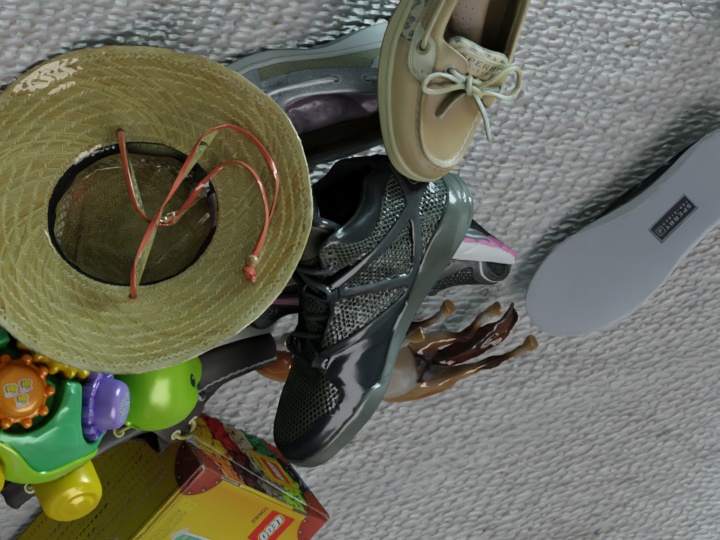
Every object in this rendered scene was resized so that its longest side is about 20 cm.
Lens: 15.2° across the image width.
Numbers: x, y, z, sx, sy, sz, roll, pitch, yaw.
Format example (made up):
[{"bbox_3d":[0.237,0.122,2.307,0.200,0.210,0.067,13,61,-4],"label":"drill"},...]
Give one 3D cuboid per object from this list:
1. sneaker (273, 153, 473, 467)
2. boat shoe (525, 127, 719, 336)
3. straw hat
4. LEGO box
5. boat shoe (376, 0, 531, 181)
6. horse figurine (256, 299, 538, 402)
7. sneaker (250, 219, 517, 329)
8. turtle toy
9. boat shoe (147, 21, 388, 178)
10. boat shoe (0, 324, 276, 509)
[{"bbox_3d":[-0.022,0.018,1.609,0.114,0.076,0.200,20,102,-38],"label":"sneaker"},{"bbox_3d":[0.200,-0.026,1.873,0.200,0.069,0.057,-39,-178,7],"label":"boat shoe"},{"bbox_3d":[-0.128,-0.027,1.533,0.201,0.201,0.085,-33,173,-8],"label":"straw hat"},{"bbox_3d":[-0.143,0.193,1.791,0.200,0.077,0.149,-47,143,9],"label":"LEGO box"},{"bbox_3d":[0.063,-0.148,1.566,0.073,0.063,0.200,9,94,-45],"label":"boat shoe"},{"bbox_3d":[0.031,0.055,1.798,0.132,0.050,0.200,-25,164,33],"label":"horse figurine"},{"bbox_3d":[0.000,0.000,1.709,0.200,0.080,0.086,4,112,-28],"label":"sneaker"},{"bbox_3d":[-0.181,0.062,1.559,0.200,0.146,0.101,12,130,-47],"label":"turtle toy"},{"bbox_3d":[-0.030,-0.090,1.606,0.202,0.065,0.074,-19,138,-24],"label":"boat shoe"},{"bbox_3d":[-0.139,0.087,1.679,0.201,0.061,0.072,-21,179,-16],"label":"boat shoe"}]
